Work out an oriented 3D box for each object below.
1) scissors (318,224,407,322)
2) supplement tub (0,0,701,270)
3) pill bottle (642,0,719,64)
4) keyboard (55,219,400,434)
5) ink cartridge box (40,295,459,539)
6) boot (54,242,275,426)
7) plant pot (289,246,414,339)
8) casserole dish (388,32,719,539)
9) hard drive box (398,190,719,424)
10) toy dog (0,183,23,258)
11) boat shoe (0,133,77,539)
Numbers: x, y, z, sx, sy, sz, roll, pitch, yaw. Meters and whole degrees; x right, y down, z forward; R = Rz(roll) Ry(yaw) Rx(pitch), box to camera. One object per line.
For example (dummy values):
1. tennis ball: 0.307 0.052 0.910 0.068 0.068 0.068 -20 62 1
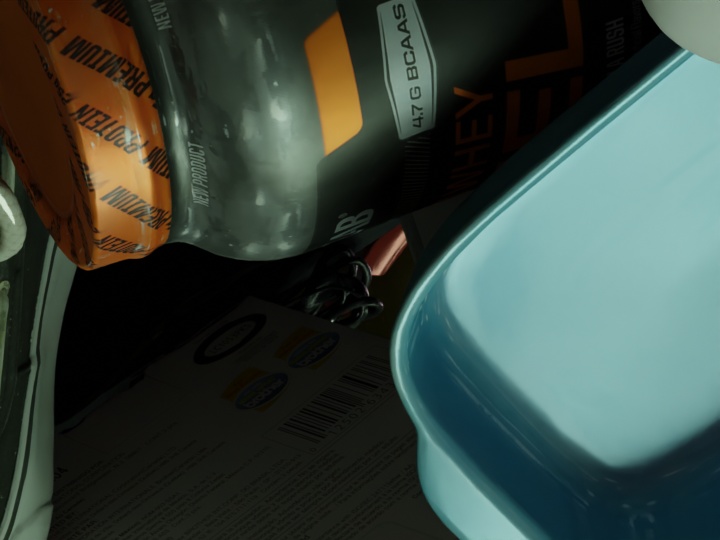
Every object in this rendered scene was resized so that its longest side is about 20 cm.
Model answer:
1. scissors: 0.000 0.000 0.963 0.201 0.014 0.073 -59 -160 2
2. supplement tub: 0.011 -0.078 0.692 0.199 0.123 0.123 -21 166 -15
3. pill bottle: 0.091 -0.106 0.554 0.119 0.201 0.120 -23 167 -6
4. keyboard: -0.035 0.005 0.976 0.040 0.104 0.200 33 130 -33
5. ink cartridge box: -0.021 0.082 0.831 0.199 0.077 0.136 18 -140 38
6. boot: -0.087 -0.005 0.942 0.200 0.069 0.174 -37 -174 -22
7. plant pot: -0.004 0.046 1.090 0.187 0.187 0.200 -7 144 -52
8. casserole dish: 0.095 -0.009 0.666 0.200 0.121 0.039 -39 -153 13
9. hard drive box: 0.084 -0.036 0.792 0.155 0.200 0.077 -22 129 3
10. toy dog: -0.168 0.009 0.614 0.131 0.097 0.200 -15 152 27
11. boat shoe: -0.117 0.017 0.772 0.070 0.201 0.064 18 -170 28
